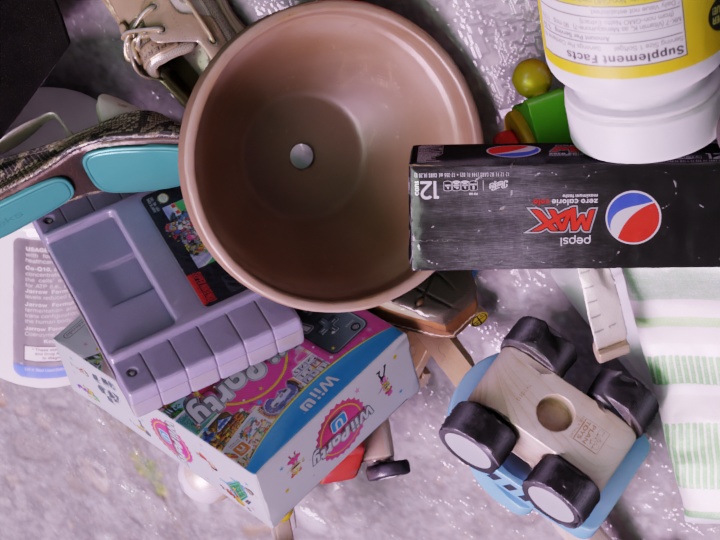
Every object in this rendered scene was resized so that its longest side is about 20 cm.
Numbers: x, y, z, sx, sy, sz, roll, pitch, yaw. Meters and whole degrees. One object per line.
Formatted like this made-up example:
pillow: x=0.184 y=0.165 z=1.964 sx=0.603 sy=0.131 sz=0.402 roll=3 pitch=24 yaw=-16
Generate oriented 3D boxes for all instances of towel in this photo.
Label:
towel: x=0.253 y=0.080 z=1.657 sx=0.152 sy=0.023 sz=0.200 roll=1 pitch=120 yaw=34

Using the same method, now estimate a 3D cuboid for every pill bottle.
pill bottle: x=-0.229 y=-0.025 z=1.880 sx=0.114 sy=0.114 sz=0.200 roll=22 pitch=129 yaw=20
pill bottle: x=0.159 y=-0.172 z=1.527 sx=0.114 sy=0.114 sz=0.200 roll=8 pitch=124 yaw=29

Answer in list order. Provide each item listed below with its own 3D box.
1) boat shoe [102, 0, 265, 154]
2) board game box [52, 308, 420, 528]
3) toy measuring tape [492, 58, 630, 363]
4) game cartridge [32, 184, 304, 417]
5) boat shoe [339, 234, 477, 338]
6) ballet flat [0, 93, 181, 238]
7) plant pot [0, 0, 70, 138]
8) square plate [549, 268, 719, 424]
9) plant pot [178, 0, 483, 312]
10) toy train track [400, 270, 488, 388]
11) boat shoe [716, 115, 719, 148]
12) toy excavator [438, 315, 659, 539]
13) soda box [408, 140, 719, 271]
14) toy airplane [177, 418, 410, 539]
boat shoe: x=-0.126 y=-0.161 z=1.754 sx=0.200 sy=0.065 sz=0.072 roll=48 pitch=133 yaw=-3
board game box: x=-0.083 y=0.062 z=1.736 sx=0.200 sy=0.148 sz=0.064 roll=31 pitch=151 yaw=33
toy measuring tape: x=0.130 y=-0.042 z=1.657 sx=0.073 sy=0.074 sz=0.200 roll=-5 pitch=110 yaw=35
game cartridge: x=-0.131 y=0.000 z=1.740 sx=0.200 sy=0.130 sz=0.038 roll=56 pitch=170 yaw=42
boat shoe: x=0.000 y=0.000 z=1.771 sx=0.200 sy=0.076 sz=0.074 roll=28 pitch=145 yaw=37
ballet flat: x=-0.193 y=-0.079 z=1.757 sx=0.200 sy=0.075 sz=0.068 roll=-17 pitch=151 yaw=3
plant pot: x=-0.320 y=-0.162 z=1.763 sx=0.199 sy=0.200 sz=0.177 roll=-20 pitch=120 yaw=40
square plate: x=0.243 y=0.039 z=1.671 sx=0.198 sy=0.028 sz=0.200 roll=51 pitch=133 yaw=-6
plant pot: x=-0.027 y=-0.075 z=1.698 sx=0.201 sy=0.201 sz=0.093 roll=56 pitch=169 yaw=-11
toy train track: x=0.072 y=0.006 z=1.756 sx=0.115 sy=0.032 sz=0.200 roll=53 pitch=133 yaw=33
boat shoe: x=0.289 y=-0.113 z=1.485 sx=0.200 sy=0.057 sz=0.067 roll=-20 pitch=75 yaw=24
toy excavator: x=0.140 y=0.142 z=1.747 sx=0.194 sy=0.100 sz=0.200 roll=34 pitch=159 yaw=5
soda box: x=0.129 y=-0.040 z=1.585 sx=0.200 sy=0.063 sz=0.071 roll=0 pitch=106 yaw=4
toy airplane: x=-0.070 y=0.134 z=1.836 sx=0.200 sy=0.141 sz=0.199 roll=49 pitch=138 yaw=44
